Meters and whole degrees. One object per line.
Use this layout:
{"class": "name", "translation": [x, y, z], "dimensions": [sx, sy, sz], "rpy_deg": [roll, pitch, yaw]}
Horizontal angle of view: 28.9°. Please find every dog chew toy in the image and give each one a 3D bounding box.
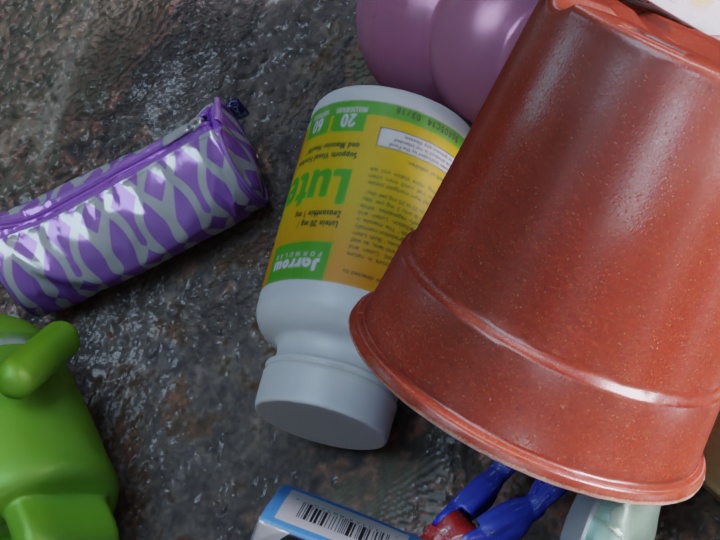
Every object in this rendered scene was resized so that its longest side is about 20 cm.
{"class": "dog chew toy", "translation": [0.085, -0.143, 0.867], "dimensions": [0.125, 0.125, 0.200], "rpy_deg": [-48, 43, -6]}

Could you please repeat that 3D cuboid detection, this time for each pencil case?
{"class": "pencil case", "translation": [-0.158, -0.042, 0.957], "dimensions": [0.199, 0.086, 0.084], "rpy_deg": [-28, 55, 8]}

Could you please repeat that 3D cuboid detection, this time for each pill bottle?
{"class": "pill bottle", "translation": [0.000, 0.000, 0.851], "dimensions": [0.110, 0.111, 0.202], "rpy_deg": [4, 66, 25]}

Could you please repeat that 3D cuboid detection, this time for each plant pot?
{"class": "plant pot", "translation": [0.121, -0.024, 0.693], "dimensions": [0.200, 0.200, 0.197], "rpy_deg": [35, 112, 33]}

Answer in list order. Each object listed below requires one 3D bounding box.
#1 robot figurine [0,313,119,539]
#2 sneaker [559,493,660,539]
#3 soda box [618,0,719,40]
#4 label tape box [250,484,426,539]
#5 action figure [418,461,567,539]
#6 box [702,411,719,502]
{"class": "robot figurine", "translation": [-0.227, 0.112, 0.888], "dimensions": [0.176, 0.115, 0.201], "rpy_deg": [-52, 52, 28]}
{"class": "sneaker", "translation": [0.156, 0.187, 0.710], "dimensions": [0.117, 0.074, 0.202], "rpy_deg": [10, 78, 34]}
{"class": "soda box", "translation": [0.212, -0.152, 0.778], "dimensions": [0.064, 0.199, 0.069], "rpy_deg": [36, 104, 55]}
{"class": "label tape box", "translation": [-0.010, 0.229, 0.695], "dimensions": [0.142, 0.066, 0.202], "rpy_deg": [19, 97, 4]}
{"class": "action figure", "translation": [0.062, 0.158, 0.781], "dimensions": [0.199, 0.100, 0.065], "rpy_deg": [-31, 50, -22]}
{"class": "box", "translation": [0.251, 0.068, 0.764], "dimensions": [0.163, 0.021, 0.200], "rpy_deg": [-45, 57, -4]}
